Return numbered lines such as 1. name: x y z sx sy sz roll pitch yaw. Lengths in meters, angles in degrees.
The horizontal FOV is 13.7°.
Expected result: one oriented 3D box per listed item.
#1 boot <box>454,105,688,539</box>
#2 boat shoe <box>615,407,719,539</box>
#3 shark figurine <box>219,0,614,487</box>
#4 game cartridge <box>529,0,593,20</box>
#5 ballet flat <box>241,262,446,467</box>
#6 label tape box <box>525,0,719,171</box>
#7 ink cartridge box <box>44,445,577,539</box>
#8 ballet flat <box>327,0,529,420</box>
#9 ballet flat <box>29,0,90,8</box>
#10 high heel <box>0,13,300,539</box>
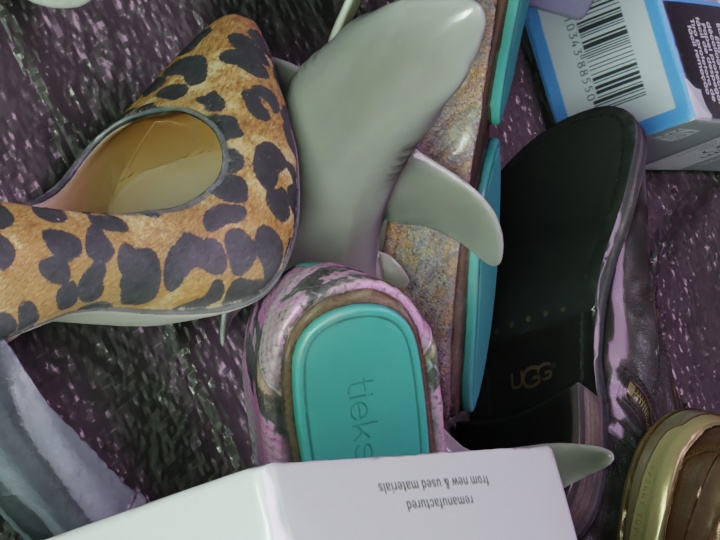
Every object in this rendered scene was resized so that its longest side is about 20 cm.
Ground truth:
1. boot: 0.107 0.060 1.099 0.174 0.069 0.200 39 52 -42
2. boat shoe: 0.123 0.149 1.010 0.072 0.068 0.200 5 90 -48
3. shark figurine: -0.008 0.013 0.942 0.090 0.128 0.215 -48 135 -43
4. game cartridge: 0.020 -0.158 0.983 0.200 0.130 0.038 12 23 -33
5. ballet flat: -0.001 0.093 0.889 0.071 0.069 0.200 -147 -132 -72
6. label tape box: 0.137 -0.118 1.253 0.200 0.066 0.143 -3 74 -57
7. ink cartridge box: -0.018 0.161 0.747 0.146 0.147 0.200 2 71 -58
8. ballet flat: 0.019 -0.047 0.999 0.068 0.067 0.200 -61 159 -68
9. ballet flat: -0.130 -0.108 0.829 0.200 0.069 0.069 7 66 -58
10. high heel: -0.084 -0.034 0.833 0.143 0.071 0.200 53 42 -37
